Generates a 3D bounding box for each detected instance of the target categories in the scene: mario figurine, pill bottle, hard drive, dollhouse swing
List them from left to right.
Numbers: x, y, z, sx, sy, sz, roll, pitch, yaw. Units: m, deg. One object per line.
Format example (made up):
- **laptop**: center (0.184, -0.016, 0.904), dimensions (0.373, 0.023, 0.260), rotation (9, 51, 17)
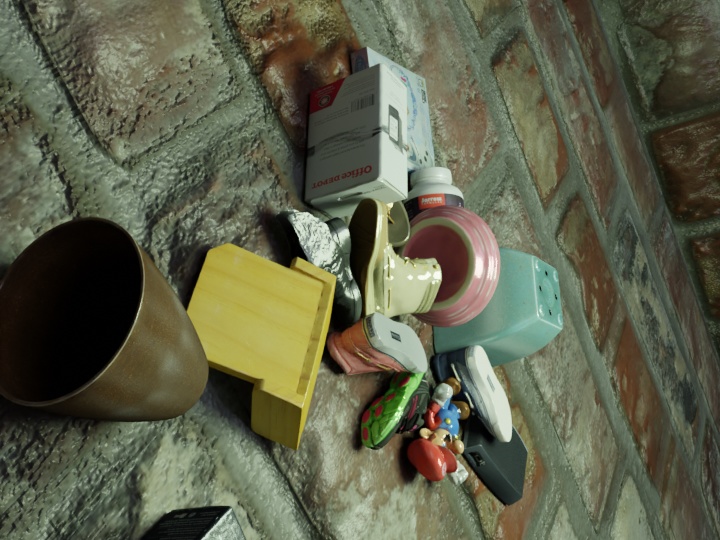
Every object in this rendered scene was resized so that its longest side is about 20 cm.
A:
- **dollhouse swing**: center (-0.138, 0.095, 1.163), dimensions (0.183, 0.172, 0.203), rotation (102, 1, -55)
- **pill bottle**: center (0.134, -0.075, 1.566), dimensions (0.112, 0.111, 0.205), rotation (14, 66, -53)
- **mario figurine**: center (0.152, 0.271, 1.467), dimensions (0.122, 0.107, 0.201), rotation (34, 35, -5)
- **hard drive**: center (0.261, 0.341, 1.669), dimensions (0.201, 0.042, 0.137), rotation (51, 40, -33)

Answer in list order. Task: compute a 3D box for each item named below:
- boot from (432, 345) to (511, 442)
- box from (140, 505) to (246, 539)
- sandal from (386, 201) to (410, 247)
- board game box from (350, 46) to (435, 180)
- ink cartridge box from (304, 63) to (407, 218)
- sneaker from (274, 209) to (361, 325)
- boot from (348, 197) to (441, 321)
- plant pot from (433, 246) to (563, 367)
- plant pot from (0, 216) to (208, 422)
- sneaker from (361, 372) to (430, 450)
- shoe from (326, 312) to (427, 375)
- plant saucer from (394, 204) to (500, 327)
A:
- **boot**: center (0.204, 0.226, 1.587), dimensions (0.203, 0.089, 0.073), rotation (67, 32, -19)
- **box**: center (-0.195, 0.367, 0.912), dimensions (0.200, 0.103, 0.151), rotation (-39, 111, -54)
- **sandal**: center (0.026, -0.135, 1.446), dimensions (0.054, 0.079, 0.204), rotation (146, -73, -83)
- **board game box**: center (0.062, -0.276, 1.592), dimensions (0.197, 0.043, 0.205), rotation (12, 69, -55)
- **ink cartridge box**: center (-0.006, -0.197, 1.368), dimensions (0.083, 0.143, 0.205), rotation (30, 54, -50)
- **sneaker**: center (-0.061, -0.001, 1.292), dimensions (0.103, 0.059, 0.204), rotation (-23, 115, -36)
- **boot**: center (0.056, -0.018, 1.369), dimensions (0.153, 0.072, 0.205), rotation (-9, 109, -35)
- **plant pot**: center (0.264, 0.059, 1.635), dimensions (0.195, 0.197, 0.200), rotation (22, 60, -51)
- **plant pot**: center (-0.245, 0.077, 0.902), dimensions (0.200, 0.183, 0.191), rotation (49, 39, -56)
- **sneaker**: center (0.067, 0.225, 1.388), dimensions (0.200, 0.076, 0.085), rotation (-41, 108, -53)
- **shoe**: center (0.027, 0.124, 1.355), dimensions (0.199, 0.090, 0.073), rotation (34, 39, -56)
- **plant saucer**: center (0.133, -0.009, 1.457), dimensions (0.050, 0.197, 0.206), rotation (10, 70, -58)
